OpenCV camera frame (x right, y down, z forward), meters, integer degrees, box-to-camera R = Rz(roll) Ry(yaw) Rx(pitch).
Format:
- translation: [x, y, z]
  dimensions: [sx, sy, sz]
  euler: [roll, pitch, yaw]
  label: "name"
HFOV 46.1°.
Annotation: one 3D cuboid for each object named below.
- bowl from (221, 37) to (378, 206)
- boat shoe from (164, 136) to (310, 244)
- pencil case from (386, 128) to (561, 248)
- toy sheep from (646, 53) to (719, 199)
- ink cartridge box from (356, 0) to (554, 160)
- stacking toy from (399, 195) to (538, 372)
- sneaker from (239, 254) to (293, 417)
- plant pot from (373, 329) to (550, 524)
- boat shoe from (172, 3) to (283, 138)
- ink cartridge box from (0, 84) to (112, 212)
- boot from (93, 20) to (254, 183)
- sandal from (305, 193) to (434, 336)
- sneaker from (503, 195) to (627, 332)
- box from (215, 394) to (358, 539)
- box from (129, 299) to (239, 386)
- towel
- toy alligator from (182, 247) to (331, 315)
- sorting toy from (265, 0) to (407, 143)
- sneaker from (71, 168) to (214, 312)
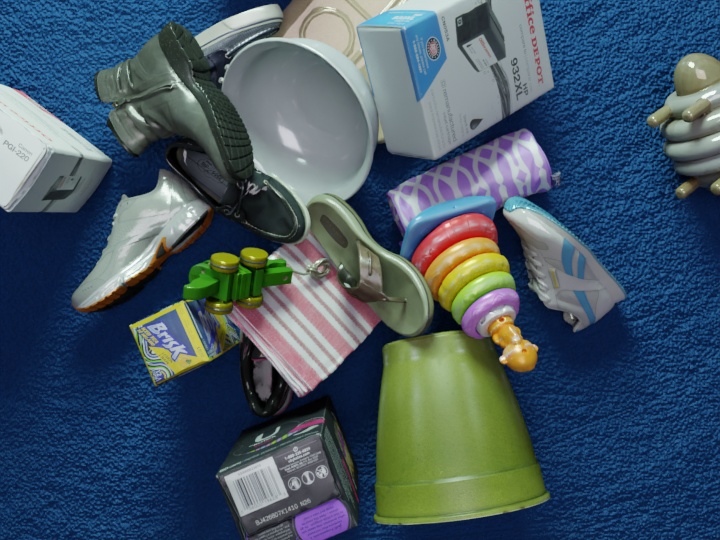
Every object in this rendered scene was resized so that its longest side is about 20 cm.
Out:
- translation: [-0.054, -0.181, 0.964]
  dimensions: [0.199, 0.090, 0.203]
  euler: [19, 131, 22]
  label: "bowl"
- translation: [-0.146, -0.093, 0.968]
  dimensions: [0.199, 0.066, 0.075]
  euler: [42, 112, 16]
  label: "boat shoe"
- translation: [0.129, -0.094, 0.997]
  dimensions: [0.198, 0.086, 0.085]
  euler: [-22, 55, 1]
  label: "pencil case"
- translation: [0.410, -0.154, 0.970]
  dimensions: [0.137, 0.138, 0.202]
  euler: [-25, 107, 1]
  label: "toy sheep"
- translation: [0.109, -0.230, 0.922]
  dimensions: [0.199, 0.083, 0.146]
  euler: [-33, 120, -28]
  label: "ink cartridge box"
- translation: [0.131, 0.028, 0.907]
  dimensions: [0.115, 0.110, 0.201]
  euler: [-17, 55, -19]
  label: "stacking toy"
- translation: [-0.108, 0.077, 0.996]
  dimensions: [0.079, 0.086, 0.203]
  euler: [-7, 93, -1]
  label: "sneaker"
- translation: [0.100, 0.170, 0.961]
  dimensions: [0.198, 0.200, 0.196]
  euler: [-8, 81, 0]
  label: "plant pot"
- translation: [-0.167, -0.230, 0.995]
  dimensions: [0.198, 0.075, 0.094]
  euler: [-23, 96, 11]
  label: "boat shoe"
- translation: [-0.378, -0.136, 0.928]
  dimensions: [0.145, 0.200, 0.085]
  euler: [37, 92, -1]
  label: "ink cartridge box"
- translation: [-0.209, -0.162, 0.945]
  dimensions: [0.130, 0.068, 0.202]
  euler: [-31, 82, 20]
  label: "boot"
- translation: [-0.001, 0.000, 0.933]
  dimensions: [0.201, 0.057, 0.080]
  euler: [45, 130, 17]
  label: "sandal"
- translation: [0.224, -0.005, 0.974]
  dimensions: [0.081, 0.077, 0.200]
  euler: [-44, 116, 9]
  label: "sneaker"
- translation: [-0.074, 0.226, 0.945]
  dimensions: [0.121, 0.200, 0.107]
  euler: [-22, 92, 0]
  label: "box"
- translation: [-0.188, 0.071, 0.938]
  dimensions: [0.064, 0.200, 0.071]
  euler: [-24, 91, 2]
  label: "box"
- translation: [-0.048, 0.030, 0.985]
  dimensions: [0.147, 0.030, 0.200]
  euler: [47, 62, 0]
  label: "towel"
- translation: [-0.120, 0.003, 0.922]
  dimensions: [0.054, 0.199, 0.060]
  euler: [27, 116, 37]
  label: "toy alligator"
- translation: [0.014, -0.281, 1.011]
  dimensions: [0.200, 0.036, 0.185]
  euler: [42, 92, 3]
  label: "sorting toy"
- translation: [-0.272, -0.035, 1.005]
  dimensions: [0.200, 0.076, 0.092]
  euler: [-42, 85, -6]
  label: "sneaker"
